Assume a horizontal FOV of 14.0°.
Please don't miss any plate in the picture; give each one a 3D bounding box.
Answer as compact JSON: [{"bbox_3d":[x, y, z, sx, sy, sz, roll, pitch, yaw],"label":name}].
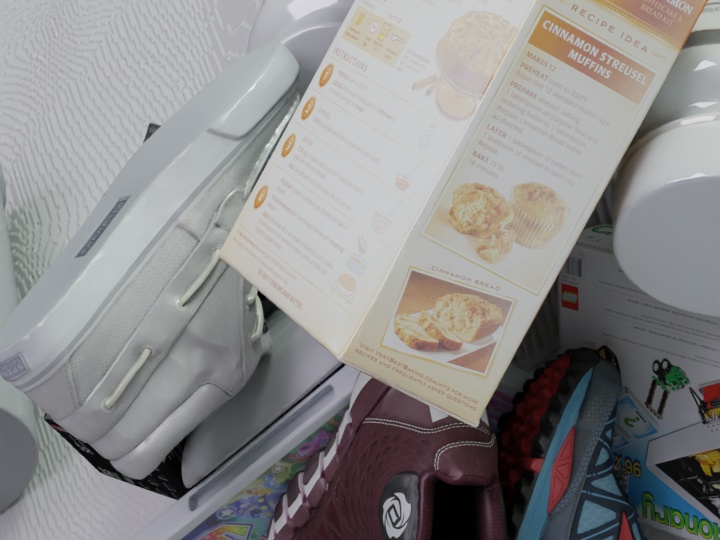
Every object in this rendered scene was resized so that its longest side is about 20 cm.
[{"bbox_3d":[0.000,0.000,1.389,0.199,0.032,0.200,-40,8,24],"label":"plate"}]

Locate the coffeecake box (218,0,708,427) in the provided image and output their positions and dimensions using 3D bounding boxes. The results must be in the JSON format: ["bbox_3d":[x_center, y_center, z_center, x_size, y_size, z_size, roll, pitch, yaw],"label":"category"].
[{"bbox_3d":[0.039,-0.059,1.208,0.201,0.073,0.153,-62,26,5],"label":"coffeecake box"}]

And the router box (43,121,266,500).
[{"bbox_3d":[-0.090,0.026,1.440,0.062,0.200,0.150,19,80,6],"label":"router box"}]

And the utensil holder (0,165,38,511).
[{"bbox_3d":[-0.272,0.033,1.672,0.170,0.170,0.201,-36,50,27],"label":"utensil holder"}]

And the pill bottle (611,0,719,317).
[{"bbox_3d":[0.158,-0.088,1.229,0.114,0.114,0.201,-23,45,36],"label":"pill bottle"}]

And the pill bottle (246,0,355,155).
[{"bbox_3d":[0.004,-0.114,1.443,0.109,0.109,0.200,-42,11,22],"label":"pill bottle"}]

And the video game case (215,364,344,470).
[{"bbox_3d":[-0.036,0.035,1.537,0.200,0.023,0.183,29,91,50],"label":"video game case"}]

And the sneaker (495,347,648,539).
[{"bbox_3d":[0.096,0.136,1.295,0.079,0.095,0.201,-169,90,-75],"label":"sneaker"}]

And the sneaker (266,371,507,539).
[{"bbox_3d":[0.012,0.129,1.290,0.200,0.075,0.116,110,156,-42],"label":"sneaker"}]

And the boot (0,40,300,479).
[{"bbox_3d":[-0.072,-0.003,1.316,0.200,0.096,0.073,-51,19,-17],"label":"boot"}]

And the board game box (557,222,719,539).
[{"bbox_3d":[0.164,0.059,1.264,0.200,0.035,0.127,16,114,48],"label":"board game box"}]

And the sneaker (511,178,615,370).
[{"bbox_3d":[0.103,-0.026,1.408,0.200,0.074,0.082,-47,2,32],"label":"sneaker"}]

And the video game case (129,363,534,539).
[{"bbox_3d":[0.002,0.106,1.366,0.200,0.143,0.018,-39,45,24],"label":"video game case"}]
